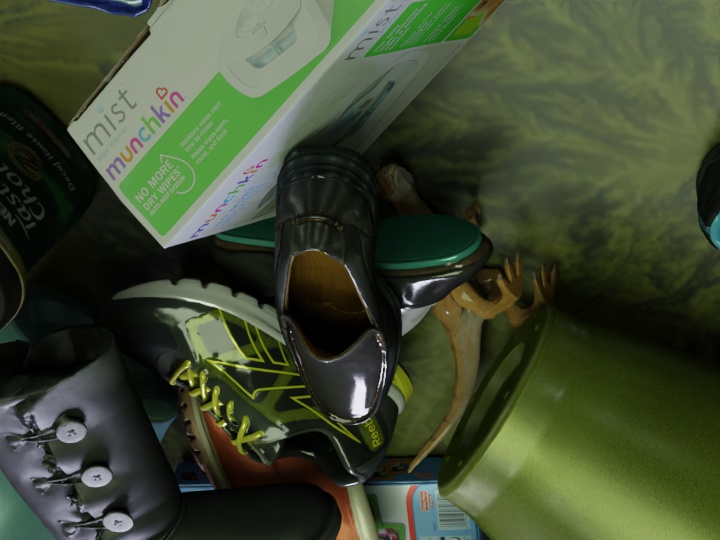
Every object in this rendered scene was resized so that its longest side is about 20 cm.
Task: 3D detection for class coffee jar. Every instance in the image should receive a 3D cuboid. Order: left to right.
[{"bbox_3d":[-0.230,-0.027,1.539,0.085,0.200,0.104,-36,104,24],"label":"coffee jar"}]

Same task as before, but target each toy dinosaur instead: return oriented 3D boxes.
[{"bbox_3d":[0.063,0.021,1.596,0.106,0.060,0.201,-2,110,36],"label":"toy dinosaur"}]

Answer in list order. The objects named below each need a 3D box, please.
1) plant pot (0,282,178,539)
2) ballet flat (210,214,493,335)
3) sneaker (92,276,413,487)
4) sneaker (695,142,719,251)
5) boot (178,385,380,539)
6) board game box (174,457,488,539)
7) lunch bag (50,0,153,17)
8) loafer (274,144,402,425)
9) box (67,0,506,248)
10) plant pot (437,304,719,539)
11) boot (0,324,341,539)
[{"bbox_3d":[-0.218,0.118,1.621,0.200,0.200,0.188,35,105,-7],"label":"plant pot"},{"bbox_3d":[0.000,0.000,1.554,0.199,0.068,0.069,8,127,38],"label":"ballet flat"},{"bbox_3d":[-0.067,0.067,1.564,0.199,0.085,0.075,18,154,-8],"label":"sneaker"},{"bbox_3d":[0.276,-0.074,1.484,0.200,0.082,0.073,-39,101,23],"label":"sneaker"},{"bbox_3d":[-0.052,0.109,1.630,0.107,0.075,0.201,-20,83,-1],"label":"boot"},{"bbox_3d":[-0.015,0.194,1.697,0.199,0.037,0.152,-2,116,11],"label":"board game box"},{"bbox_3d":[-0.187,-0.222,1.456,0.199,0.170,0.125,12,112,4],"label":"lunch bag"},{"bbox_3d":[-0.019,0.024,1.465,0.072,0.073,0.201,0,136,12],"label":"loafer"},{"bbox_3d":[-0.036,-0.123,1.459,0.097,0.176,0.200,50,116,11],"label":"box"},{"bbox_3d":[0.156,0.121,1.535,0.192,0.201,0.201,31,117,-5],"label":"plant pot"},{"bbox_3d":[-0.117,0.106,1.506,0.164,0.066,0.201,-23,123,2],"label":"boot"}]
